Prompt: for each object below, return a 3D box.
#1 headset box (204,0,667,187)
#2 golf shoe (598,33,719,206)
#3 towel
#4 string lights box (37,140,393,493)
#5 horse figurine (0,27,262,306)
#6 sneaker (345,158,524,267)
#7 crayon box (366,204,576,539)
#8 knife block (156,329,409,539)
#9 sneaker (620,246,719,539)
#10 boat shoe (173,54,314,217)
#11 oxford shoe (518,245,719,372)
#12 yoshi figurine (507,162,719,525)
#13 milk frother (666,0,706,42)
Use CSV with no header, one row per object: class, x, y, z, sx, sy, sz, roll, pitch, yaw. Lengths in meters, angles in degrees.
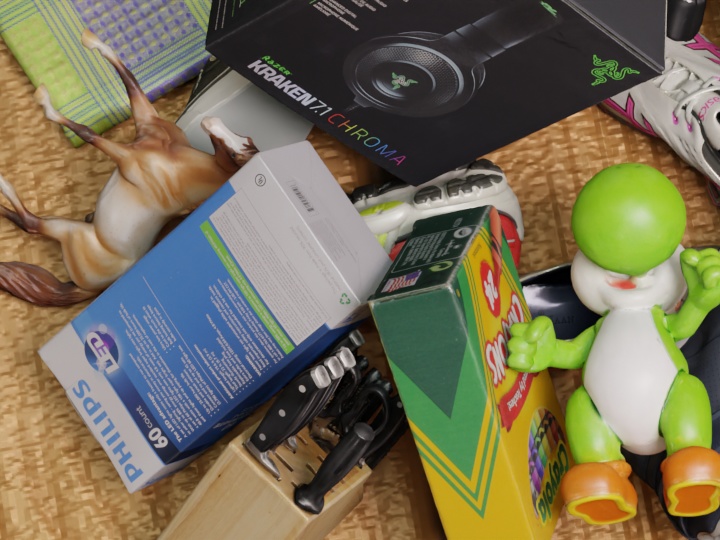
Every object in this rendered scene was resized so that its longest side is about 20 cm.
headset box,0.048,-0.151,1.311,0.200,0.174,0.093,-23,49,39
golf shoe,0.202,-0.100,1.432,0.200,0.092,0.073,43,83,11
towel,-0.126,-0.180,1.490,0.200,0.023,0.144,-33,80,-5
string lights box,-0.081,0.028,1.368,0.200,0.059,0.103,-39,80,30
horse figurine,-0.152,-0.043,1.418,0.132,0.050,0.200,38,117,-5
sneaker,0.000,0.000,1.424,0.199,0.077,0.085,-14,110,9
crayon box,0.070,0.079,1.335,0.051,0.127,0.201,-13,108,19
knife block,-0.053,0.126,1.342,0.200,0.176,0.064,-44,79,-8
sneaker,0.231,0.063,1.344,0.203,0.077,0.146,-54,37,19
boat shoe,-0.055,-0.118,1.447,0.200,0.071,0.064,-48,37,12
oxford shoe,0.164,0.022,1.413,0.199,0.074,0.071,-12,77,-2
yoshi figurine,0.144,0.027,1.298,0.112,0.112,0.201,12,63,-26
milk frother,0.247,-0.228,1.364,0.180,0.200,0.189,2,46,-30
